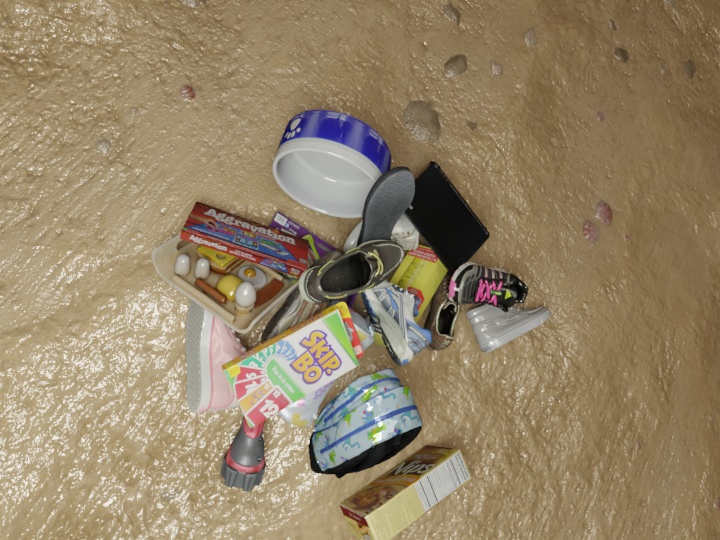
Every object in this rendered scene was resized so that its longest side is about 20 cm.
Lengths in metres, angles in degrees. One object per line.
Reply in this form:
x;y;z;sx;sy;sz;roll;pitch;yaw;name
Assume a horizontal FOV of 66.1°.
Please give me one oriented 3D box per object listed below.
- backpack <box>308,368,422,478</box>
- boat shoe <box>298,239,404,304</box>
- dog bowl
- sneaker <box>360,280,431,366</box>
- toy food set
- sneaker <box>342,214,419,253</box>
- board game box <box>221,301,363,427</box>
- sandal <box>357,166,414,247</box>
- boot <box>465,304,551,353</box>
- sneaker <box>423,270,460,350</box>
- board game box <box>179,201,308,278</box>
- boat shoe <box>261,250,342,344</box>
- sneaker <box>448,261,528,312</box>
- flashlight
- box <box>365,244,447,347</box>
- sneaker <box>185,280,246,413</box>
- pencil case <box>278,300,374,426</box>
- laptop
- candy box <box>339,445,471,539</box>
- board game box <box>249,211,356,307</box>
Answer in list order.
0.013;0.243;0.870;0.159;0.199;0.159;-7;79;-24;backpack
0.000;0.000;0.872;0.198;0.060;0.074;-24;98;-32;boat shoe
-0.047;-0.175;0.941;0.196;0.199;0.081;23;66;-17;dog bowl
0.056;0.062;0.938;0.083;0.078;0.203;-23;59;-8;sneaker
-0.198;-0.004;0.851;0.197;0.061;0.143;33;39;11;toy food set
0.058;-0.066;1.016;0.198;0.074;0.085;-31;63;-31;sneaker
-0.088;0.131;0.788;0.197;0.030;0.098;-28;111;-18;board game box
0.030;-0.095;0.905;0.074;0.202;0.044;-4;54;-22;sandal
0.299;0.085;1.111;0.196;0.073;0.098;-19;78;-34;boot
0.169;0.051;1.056;0.069;0.075;0.206;15;72;-20;sneaker
-0.178;-0.050;0.880;0.195;0.020;0.104;19;26;-14;board game box
-0.084;0.058;0.917;0.071;0.076;0.202;36;94;-17;boat shoe
0.240;0.033;1.011;0.196;0.086;0.076;2;107;-44;sneaker
-0.157;0.220;0.823;0.067;0.066;0.206;-3;111;-59;flashlight
0.085;0.047;1.014;0.202;0.074;0.051;-55;142;-24;box
-0.216;0.119;0.870;0.103;0.075;0.206;10;65;-38;sneaker
-0.064;0.148;0.874;0.090;0.083;0.202;38;97;17;pencil case
0.159;-0.109;1.073;0.103;0.200;0.179;-38;96;11;laptop
0.074;0.366;0.915;0.196;0.115;0.057;-25;89;-27;candy box
-0.092;0.001;0.975;0.197;0.032;0.122;33;64;-14;board game box
